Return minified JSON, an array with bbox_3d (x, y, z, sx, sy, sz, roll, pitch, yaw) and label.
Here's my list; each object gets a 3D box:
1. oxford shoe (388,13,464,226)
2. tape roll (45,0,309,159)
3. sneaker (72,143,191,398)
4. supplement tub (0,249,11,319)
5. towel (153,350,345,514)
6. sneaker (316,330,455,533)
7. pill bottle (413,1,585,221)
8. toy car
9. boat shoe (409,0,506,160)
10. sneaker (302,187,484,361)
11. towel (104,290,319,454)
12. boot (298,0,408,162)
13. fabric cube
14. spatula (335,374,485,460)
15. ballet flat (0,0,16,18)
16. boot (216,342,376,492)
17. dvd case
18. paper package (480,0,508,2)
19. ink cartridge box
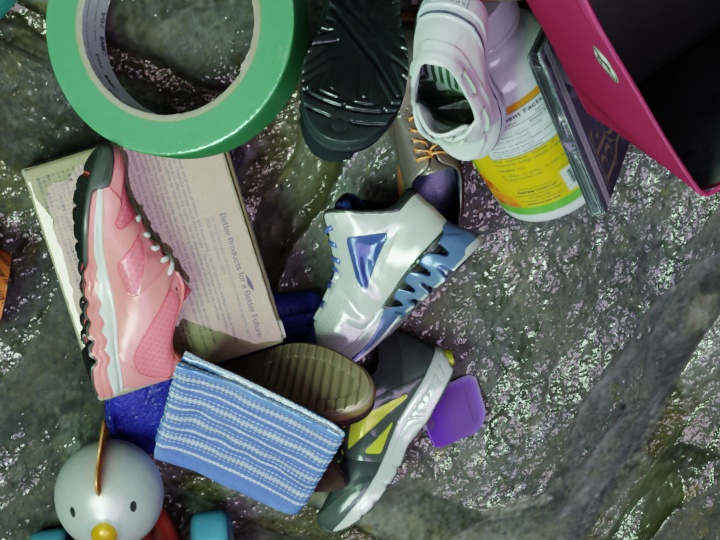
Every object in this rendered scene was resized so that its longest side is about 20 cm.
[{"bbox_3d":[0.058,-0.118,1.243,0.071,0.073,0.201,-18,116,-4],"label":"oxford shoe"},{"bbox_3d":[-0.140,-0.187,1.123,0.199,0.048,0.202,0,91,14],"label":"tape roll"},{"bbox_3d":[-0.177,-0.002,1.145,0.086,0.074,0.201,-5,106,-17],"label":"sneaker"},{"bbox_3d":[-0.388,0.010,1.168,0.199,0.123,0.123,13,110,-19],"label":"supplement tub"},{"bbox_3d":[-0.097,0.141,1.198,0.144,0.024,0.200,25,151,0],"label":"towel"},{"bbox_3d":[0.007,0.145,1.344,0.084,0.074,0.200,31,85,0],"label":"sneaker"},{"bbox_3d":[0.124,-0.144,1.207,0.111,0.111,0.200,-34,128,3],"label":"pill bottle"},{"bbox_3d":[-0.214,0.226,1.265,0.183,0.177,0.201,-7,123,2],"label":"toy car"},{"bbox_3d":[0.062,-0.126,1.082,0.073,0.067,0.200,12,157,18],"label":"boat shoe"},{"bbox_3d":[0.001,-0.001,1.248,0.199,0.081,0.115,-44,85,21],"label":"sneaker"},{"bbox_3d":[-0.130,0.097,1.309,0.199,0.050,0.148,-5,114,-11],"label":"towel"},{"bbox_3d":[-0.009,-0.132,1.129,0.076,0.201,0.168,7,147,-3],"label":"boot"},{"bbox_3d":[0.218,-0.203,0.950,0.200,0.199,0.196,-35,115,1],"label":"fabric cube"},{"bbox_3d":[0.023,0.156,1.386,0.199,0.021,0.057,-19,101,-1],"label":"spatula"},{"bbox_3d":[-0.266,-0.255,1.121,0.200,0.071,0.065,-43,89,5],"label":"ballet flat"},{"bbox_3d":[-0.045,0.134,1.246,0.199,0.073,0.167,-1,144,33],"label":"boot"},{"bbox_3d":[0.191,-0.161,1.199,0.016,0.200,0.149,-10,122,30],"label":"dvd case"},{"bbox_3d":[0.119,-0.277,1.117,0.190,0.200,0.104,-8,114,-9],"label":"paper package"},{"bbox_3d":[-0.169,-0.015,1.208,0.164,0.075,0.201,-17,99,-6],"label":"ink cartridge box"}]
